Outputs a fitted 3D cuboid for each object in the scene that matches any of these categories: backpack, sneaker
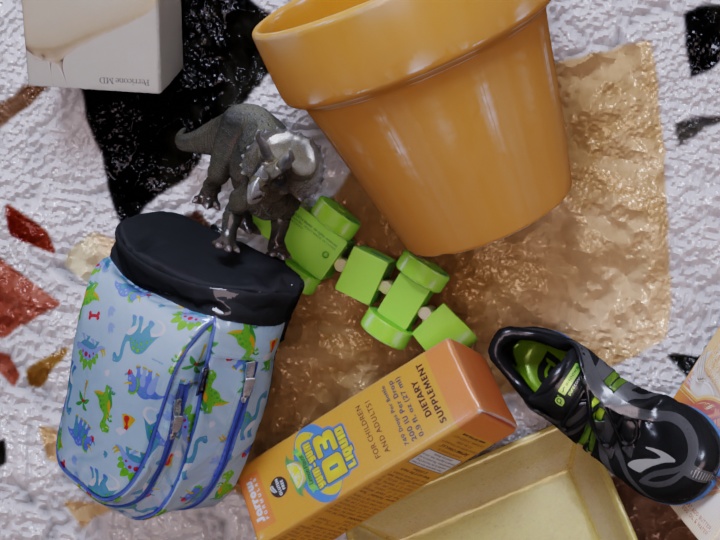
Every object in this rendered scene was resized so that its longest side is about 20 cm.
[{"bbox_3d":[-0.139,0.080,0.930,0.163,0.154,0.200,28,122,36],"label":"backpack"},{"bbox_3d":[0.161,0.096,0.877,0.200,0.083,0.071,35,102,43],"label":"sneaker"}]

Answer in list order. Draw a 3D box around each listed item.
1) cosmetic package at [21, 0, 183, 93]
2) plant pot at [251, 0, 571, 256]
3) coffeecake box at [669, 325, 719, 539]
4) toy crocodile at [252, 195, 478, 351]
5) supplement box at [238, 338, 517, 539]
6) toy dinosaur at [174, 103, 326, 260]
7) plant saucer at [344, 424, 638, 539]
[{"bbox_3d":[-0.184,-0.233,0.908,0.103,0.073,0.200,3,114,5],"label":"cosmetic package"},{"bbox_3d":[0.054,-0.118,0.872,0.200,0.200,0.184,-22,109,9],"label":"plant pot"},{"bbox_3d":[0.287,0.088,0.865,0.073,0.154,0.200,29,98,-11],"label":"coffeecake box"},{"bbox_3d":[0.000,0.000,0.950,0.200,0.062,0.068,32,99,8],"label":"toy crocodile"},{"bbox_3d":[0.009,0.131,0.932,0.200,0.069,0.067,-35,59,19],"label":"supplement box"},{"bbox_3d":[-0.074,-0.073,0.903,0.077,0.200,0.102,13,111,-25],"label":"toy dinosaur"},{"bbox_3d":[0.111,0.236,0.933,0.200,0.048,0.200,-24,67,9],"label":"plant saucer"}]
